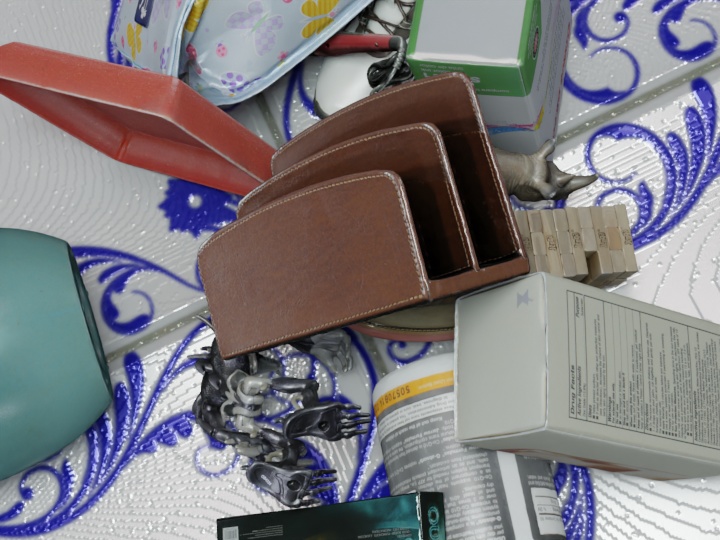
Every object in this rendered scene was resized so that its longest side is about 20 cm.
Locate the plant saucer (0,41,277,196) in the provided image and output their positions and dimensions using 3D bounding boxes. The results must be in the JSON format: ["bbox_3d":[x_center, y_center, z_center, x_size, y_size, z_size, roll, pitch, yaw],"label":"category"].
[{"bbox_3d":[-0.158,-0.110,0.993,0.199,0.200,0.037,16,83,30],"label":"plant saucer"}]

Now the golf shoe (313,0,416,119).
[{"bbox_3d":[0.024,-0.204,1.070,0.078,0.095,0.201,34,82,17],"label":"golf shoe"}]

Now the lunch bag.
[{"bbox_3d":[-0.100,-0.223,1.048,0.200,0.127,0.170,-42,30,-2],"label":"lunch bag"}]

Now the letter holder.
[{"bbox_3d":[-0.012,-0.037,0.868,0.199,0.100,0.143,-18,87,45],"label":"letter holder"}]

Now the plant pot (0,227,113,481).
[{"bbox_3d":[-0.274,0.060,0.991,0.160,0.201,0.202,-16,70,-8],"label":"plant pot"}]

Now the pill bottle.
[{"bbox_3d":[0.079,0.164,0.928,0.115,0.116,0.201,-12,70,6],"label":"pill bottle"}]

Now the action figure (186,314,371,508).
[{"bbox_3d":[-0.063,0.094,0.985,0.200,0.101,0.120,43,115,58],"label":"action figure"}]

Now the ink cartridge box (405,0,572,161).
[{"bbox_3d":[0.101,-0.172,0.990,0.083,0.200,0.146,6,73,15],"label":"ink cartridge box"}]

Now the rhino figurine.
[{"bbox_3d":[0.075,-0.067,0.990,0.198,0.088,0.060,1,72,9],"label":"rhino figurine"}]

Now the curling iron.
[{"bbox_3d":[-0.026,-0.168,1.051,0.199,0.025,0.050,23,96,48],"label":"curling iron"}]

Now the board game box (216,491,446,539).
[{"bbox_3d":[-0.022,0.228,0.913,0.199,0.028,0.136,-15,72,41],"label":"board game box"}]

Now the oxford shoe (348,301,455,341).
[{"bbox_3d":[0.000,0.000,0.996,0.198,0.071,0.075,14,108,-3],"label":"oxford shoe"}]

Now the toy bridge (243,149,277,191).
[{"bbox_3d":[0.011,-0.075,1.065,0.198,0.027,0.068,9,74,12],"label":"toy bridge"}]

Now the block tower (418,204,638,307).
[{"bbox_3d":[0.097,-0.010,0.976,0.198,0.054,0.058,-2,72,-17],"label":"block tower"}]

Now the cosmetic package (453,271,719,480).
[{"bbox_3d":[0.162,0.076,0.895,0.087,0.199,0.104,-19,62,49],"label":"cosmetic package"}]
